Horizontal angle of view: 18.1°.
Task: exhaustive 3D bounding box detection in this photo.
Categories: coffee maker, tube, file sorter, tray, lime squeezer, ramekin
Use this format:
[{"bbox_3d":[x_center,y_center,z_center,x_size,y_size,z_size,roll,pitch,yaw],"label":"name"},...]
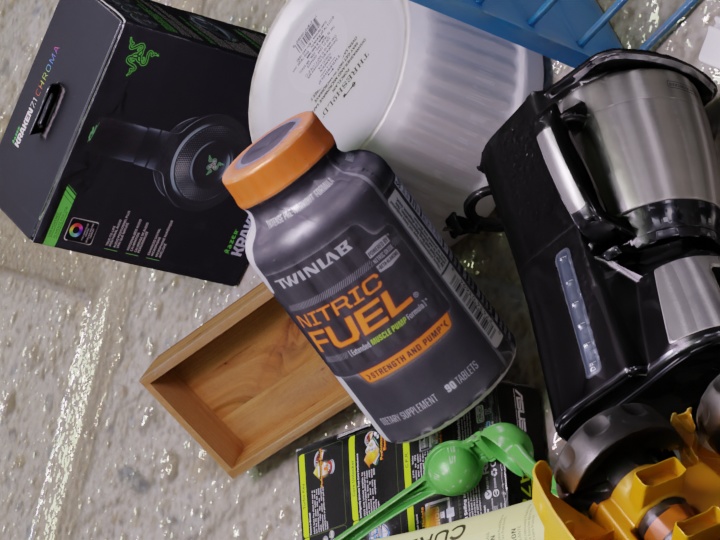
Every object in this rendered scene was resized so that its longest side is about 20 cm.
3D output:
[{"bbox_3d":[0.151,0.005,1.323,0.192,0.134,0.201,119,145,-54],"label":"coffee maker"},{"bbox_3d":[0.065,0.178,1.354,0.200,0.052,0.058,-24,24,41],"label":"tube"},{"bbox_3d":[0.108,-0.222,1.360,0.123,0.199,0.139,-47,49,27],"label":"file sorter"},{"bbox_3d":[-0.053,0.060,1.551,0.200,0.099,0.037,-35,13,38],"label":"tray"},{"bbox_3d":[0.065,0.129,1.364,0.200,0.038,0.071,-20,45,44],"label":"lime squeezer"},{"bbox_3d":[0.015,-0.116,1.498,0.200,0.105,0.201,-23,59,43],"label":"ramekin"}]

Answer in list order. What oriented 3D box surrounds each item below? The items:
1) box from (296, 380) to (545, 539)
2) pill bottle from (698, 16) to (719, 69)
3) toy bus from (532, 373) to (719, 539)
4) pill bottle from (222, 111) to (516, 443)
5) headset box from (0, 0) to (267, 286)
[{"bbox_3d":[0.041,0.189,1.445,0.193,0.047,0.201,-26,62,44],"label":"box"},{"bbox_3d":[0.259,-0.196,1.244,0.109,0.108,0.201,30,103,49],"label":"pill bottle"},{"bbox_3d":[0.193,0.166,1.206,0.136,0.199,0.193,51,151,40],"label":"toy bus"},{"bbox_3d":[0.000,0.000,1.395,0.106,0.200,0.106,-35,15,10],"label":"pill bottle"},{"bbox_3d":[-0.153,-0.099,1.628,0.093,0.199,0.175,40,110,47],"label":"headset box"}]
